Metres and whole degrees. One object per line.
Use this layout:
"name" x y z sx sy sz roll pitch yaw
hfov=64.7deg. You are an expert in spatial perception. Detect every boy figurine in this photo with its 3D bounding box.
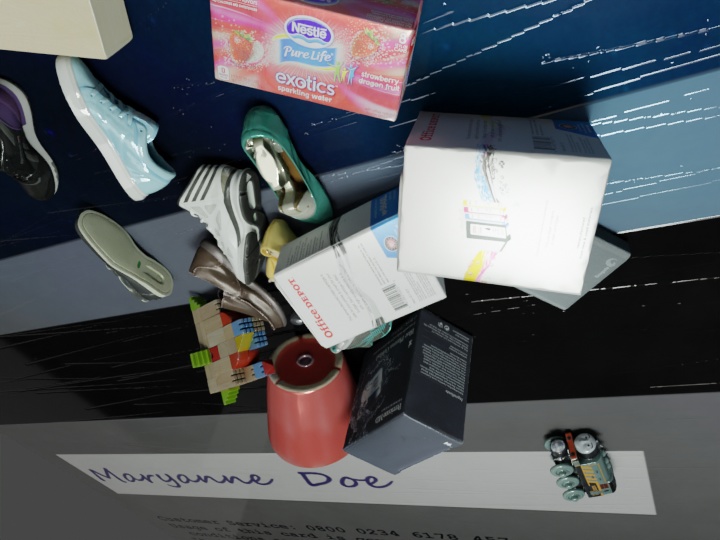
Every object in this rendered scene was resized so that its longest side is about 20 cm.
"boy figurine" -0.099 0.006 0.895 0.122 0.065 0.202 10 143 22

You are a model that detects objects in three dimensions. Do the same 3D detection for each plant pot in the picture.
"plant pot" -0.091 0.230 1.064 0.196 0.202 0.180 4 129 13

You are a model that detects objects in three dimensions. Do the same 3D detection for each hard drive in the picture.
"hard drive" 0.238 -0.029 0.772 0.197 0.033 0.140 23 139 -9

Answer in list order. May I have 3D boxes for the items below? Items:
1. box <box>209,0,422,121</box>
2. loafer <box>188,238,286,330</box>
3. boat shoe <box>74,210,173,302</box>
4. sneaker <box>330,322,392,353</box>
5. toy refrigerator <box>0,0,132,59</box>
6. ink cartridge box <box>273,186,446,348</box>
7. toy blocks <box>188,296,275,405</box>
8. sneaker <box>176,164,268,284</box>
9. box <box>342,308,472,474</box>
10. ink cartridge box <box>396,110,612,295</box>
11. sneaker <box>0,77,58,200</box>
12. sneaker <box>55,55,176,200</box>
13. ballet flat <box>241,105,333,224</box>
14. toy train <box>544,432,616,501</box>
"box" -0.042 -0.240 0.573 0.196 0.096 0.104 14 139 1
"loafer" -0.205 0.036 0.943 0.200 0.071 0.073 46 171 -21
"boat shoe" -0.409 -0.017 0.962 0.066 0.073 0.201 -15 133 25
"sneaker" 0.023 0.067 0.935 0.090 0.079 0.200 8 142 -32
"toy refrigerator" -0.367 -0.296 0.638 0.195 0.071 0.077 7 133 8
"ink cartridge box" 0.000 0.000 0.790 0.197 0.085 0.147 -23 120 17
"toy blocks" -0.223 0.123 1.003 0.135 0.204 0.099 -23 168 35
"sneaker" -0.204 -0.073 0.847 0.113 0.076 0.203 15 133 14
"box" 0.081 0.206 0.960 0.116 0.203 0.197 28 138 -16
"ink cartridge box" 0.147 -0.081 0.625 0.195 0.148 0.148 7 119 11
"sneaker" -0.506 -0.165 0.812 0.074 0.089 0.202 11 140 4
"sneaker" -0.312 -0.195 0.748 0.081 0.074 0.202 -24 128 -1
"ballet flat" -0.100 -0.117 0.751 0.066 0.071 0.201 -8 135 25
"toy train" 0.449 0.398 1.158 0.112 0.086 0.201 -19 128 18
